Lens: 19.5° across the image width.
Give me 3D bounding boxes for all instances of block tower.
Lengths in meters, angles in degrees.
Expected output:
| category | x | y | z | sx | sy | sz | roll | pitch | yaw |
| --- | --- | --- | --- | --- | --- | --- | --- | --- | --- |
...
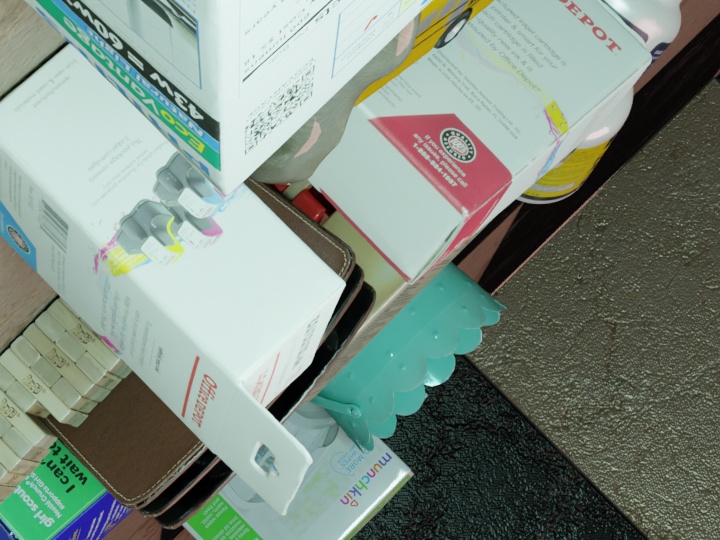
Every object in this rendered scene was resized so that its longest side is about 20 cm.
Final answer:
| category | x | y | z | sx | sy | sz | roll | pitch | yaw |
| --- | --- | --- | --- | --- | --- | --- | --- | --- | --- |
| block tower | -0.196 | 0.080 | 1.225 | 0.200 | 0.054 | 0.058 | -46 | 173 | -3 |

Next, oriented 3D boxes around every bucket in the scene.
| category | x | y | z | sx | sy | sz | roll | pitch | yaw |
| --- | --- | --- | --- | --- | --- | --- | --- | --- | --- |
| bucket | 0.024 | 0.060 | 1.991 | 0.207 | 0.135 | 0.207 | -44 | 171 | -8 |

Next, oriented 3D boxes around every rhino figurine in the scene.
| category | x | y | z | sx | sy | sz | roll | pitch | yaw |
| --- | --- | --- | --- | --- | --- | --- | --- | --- | --- |
| rhino figurine | -0.017 | -0.121 | 1.003 | 0.200 | 0.087 | 0.060 | -50 | 171 | 34 |

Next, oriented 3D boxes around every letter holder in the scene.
| category | x | y | z | sx | sy | sz | roll | pitch | yaw |
| --- | --- | --- | --- | --- | --- | --- | --- | --- | --- |
| letter holder | -0.078 | 0.062 | 1.279 | 0.200 | 0.142 | 0.101 | -48 | 135 | -5 |

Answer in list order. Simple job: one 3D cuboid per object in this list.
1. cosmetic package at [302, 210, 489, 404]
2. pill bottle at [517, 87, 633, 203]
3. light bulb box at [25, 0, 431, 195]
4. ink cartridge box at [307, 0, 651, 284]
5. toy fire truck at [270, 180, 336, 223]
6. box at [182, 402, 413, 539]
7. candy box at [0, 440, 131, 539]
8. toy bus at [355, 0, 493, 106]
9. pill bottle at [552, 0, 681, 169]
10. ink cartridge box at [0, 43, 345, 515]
| category | x | y | z | sx | sy | sz | roll | pitch | yaw |
| --- | --- | --- | --- | --- | --- | --- | --- | --- | --- |
| cosmetic package | 0.000 | 0.000 | 1.420 | 0.200 | 0.071 | 0.105 | -45 | 173 | 10 |
| pill bottle | 0.174 | -0.143 | 1.828 | 0.111 | 0.111 | 0.200 | -43 | 172 | -20 |
| light bulb box | -0.019 | -0.155 | 0.678 | 0.198 | 0.125 | 0.200 | -45 | 173 | -12 |
| ink cartridge box | 0.054 | -0.108 | 1.230 | 0.200 | 0.148 | 0.086 | -38 | 170 | -40 |
| toy fire truck | 0.002 | -0.086 | 1.435 | 0.200 | 0.049 | 0.141 | -45 | 173 | -5 |
| box | -0.077 | 0.210 | 2.085 | 0.200 | 0.176 | 0.097 | -44 | 173 | -4 |
| candy box | -0.192 | 0.139 | 1.474 | 0.200 | 0.077 | 0.169 | -43 | 173 | -29 |
| toy bus | 0.016 | -0.149 | 1.125 | 0.200 | 0.065 | 0.078 | -39 | 170 | -39 |
| pill bottle | 0.167 | -0.182 | 1.570 | 0.200 | 0.116 | 0.116 | -48 | 172 | 21 |
| ink cartridge box | -0.076 | 0.005 | 0.921 | 0.068 | 0.200 | 0.115 | -42 | 172 | -19 |
